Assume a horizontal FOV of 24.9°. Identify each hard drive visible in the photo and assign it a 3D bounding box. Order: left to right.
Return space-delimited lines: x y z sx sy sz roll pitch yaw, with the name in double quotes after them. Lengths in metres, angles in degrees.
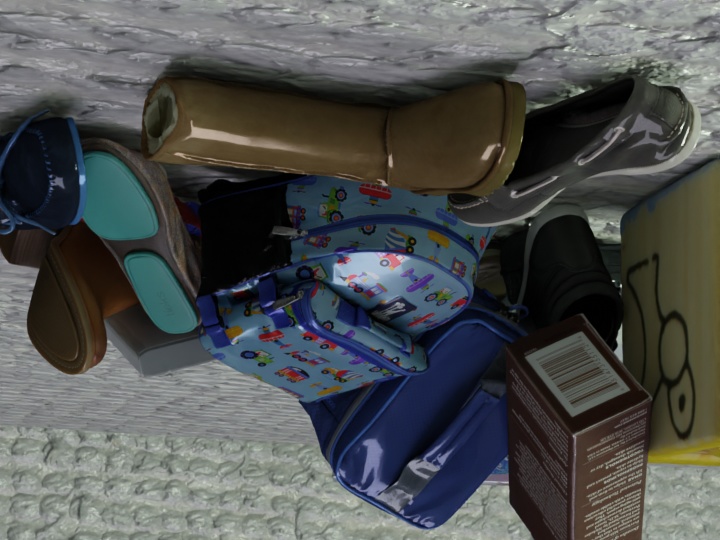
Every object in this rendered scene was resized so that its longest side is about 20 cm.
-0.151 0.031 1.356 0.131 0.026 0.200 -14 -159 -21 "hard drive"

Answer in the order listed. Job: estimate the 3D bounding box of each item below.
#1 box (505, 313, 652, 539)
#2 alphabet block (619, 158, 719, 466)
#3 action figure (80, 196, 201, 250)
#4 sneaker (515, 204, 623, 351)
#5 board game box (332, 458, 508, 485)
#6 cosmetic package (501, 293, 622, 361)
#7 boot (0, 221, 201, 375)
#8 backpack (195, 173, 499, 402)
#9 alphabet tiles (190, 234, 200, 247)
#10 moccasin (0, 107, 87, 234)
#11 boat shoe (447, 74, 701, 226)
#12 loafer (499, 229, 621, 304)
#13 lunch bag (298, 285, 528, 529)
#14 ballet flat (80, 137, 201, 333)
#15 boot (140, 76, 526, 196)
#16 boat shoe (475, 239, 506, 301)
0.165 0.141 1.249 0.075 0.100 0.201 -22 138 -16 "box"
0.315 0.041 1.219 0.195 0.201 0.195 4 169 -11 "alphabet block"
-0.130 -0.038 1.289 0.199 0.052 0.065 10 171 -25 "action figure"
0.169 0.051 1.322 0.070 0.099 0.201 -10 136 -3 "sneaker"
0.074 0.106 1.579 0.199 0.201 0.041 1 168 2 "board game box"
0.211 0.036 1.510 0.199 0.082 0.113 5 169 -15 "cosmetic package"
-0.189 0.015 1.287 0.155 0.077 0.200 7 -156 -32 "boot"
0.000 0.000 1.193 0.199 0.135 0.182 -16 149 29 "backpack"
-0.226 -0.023 1.473 0.166 0.006 0.200 6 168 -21 "alphabet tiles"
-0.236 -0.055 1.122 0.068 0.081 0.200 -6 171 -23 "moccasin"
0.118 -0.079 1.019 0.057 0.067 0.199 30 149 -34 "boat shoe"
0.209 0.011 1.412 0.200 0.071 0.068 7 168 -25 "loafer"
0.062 0.097 1.306 0.136 0.200 0.132 31 -165 -32 "lunch bag"
-0.159 -0.039 1.192 0.068 0.067 0.200 0 138 15 "ballet flat"
-0.020 -0.084 0.994 0.199 0.067 0.175 7 167 -19 "boot"
0.067 0.020 1.480 0.071 0.066 0.201 18 139 -28 "boat shoe"
